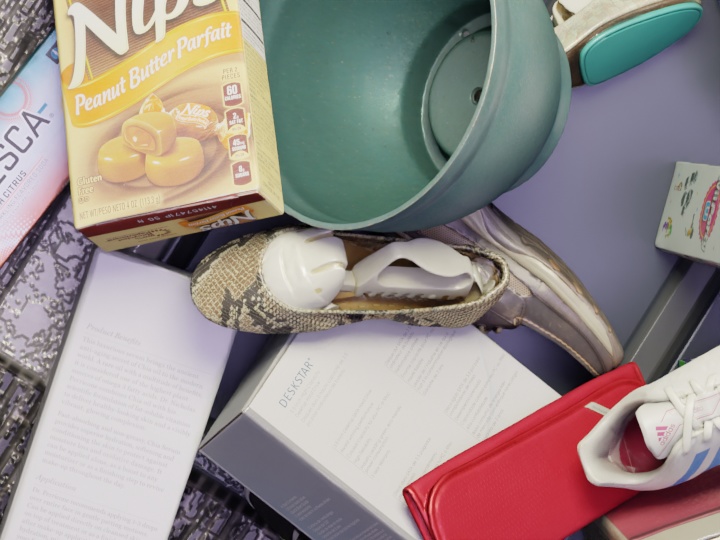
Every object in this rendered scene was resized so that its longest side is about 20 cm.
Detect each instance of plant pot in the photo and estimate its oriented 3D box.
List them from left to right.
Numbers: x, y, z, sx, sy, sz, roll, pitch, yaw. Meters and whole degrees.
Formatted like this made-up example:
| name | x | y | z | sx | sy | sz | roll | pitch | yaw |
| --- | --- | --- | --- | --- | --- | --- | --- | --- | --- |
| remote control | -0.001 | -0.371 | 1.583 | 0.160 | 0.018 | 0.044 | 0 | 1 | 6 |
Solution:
| name | x | y | z | sx | sy | sz | roll | pitch | yaw |
| --- | --- | --- | --- | --- | --- | --- | --- | --- | --- |
| plant pot | 0.042 | -0.113 | 1.561 | 0.134 | 0.200 | 0.202 | 12 | 94 | -48 |

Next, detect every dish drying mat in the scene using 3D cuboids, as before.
| name | x | y | z | sx | sy | sz | roll | pitch | yaw |
| --- | --- | --- | --- | --- | --- | --- | --- | --- | --- |
| dish drying mat | 0.115 | 0.126 | 1.607 | 0.199 | 0.018 | 0.077 | -26 | 91 | -36 |

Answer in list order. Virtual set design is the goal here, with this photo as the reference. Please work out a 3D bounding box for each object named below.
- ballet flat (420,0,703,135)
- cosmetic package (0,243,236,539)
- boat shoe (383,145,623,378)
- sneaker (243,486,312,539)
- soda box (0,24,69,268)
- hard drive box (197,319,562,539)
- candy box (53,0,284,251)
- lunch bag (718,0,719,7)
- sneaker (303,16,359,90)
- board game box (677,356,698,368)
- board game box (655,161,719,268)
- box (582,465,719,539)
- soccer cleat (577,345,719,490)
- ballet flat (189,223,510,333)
| name | x | y | z | sx | sy | sz | roll | pitch | yaw |
| --- | --- | --- | --- | --- | --- | --- | --- | --- | --- |
| ballet flat | 0.123 | -0.142 | 1.670 | 0.199 | 0.068 | 0.062 | -30 | 67 | -10 |
| cosmetic package | -0.151 | 0.093 | 1.645 | 0.101 | 0.071 | 0.201 | 19 | 92 | -9 |
| boat shoe | 0.082 | 0.003 | 1.677 | 0.200 | 0.075 | 0.073 | 43 | 99 | -1 |
| sneaker | 0.012 | 0.187 | 1.658 | 0.199 | 0.083 | 0.072 | 33 | 123 | -9 |
| soda box | -0.220 | -0.060 | 1.628 | 0.068 | 0.064 | 0.200 | 39 | 88 | -8 |
| hard drive box | 0.026 | 0.103 | 1.630 | 0.200 | 0.077 | 0.156 | 39 | 56 | -7 |
| candy box | -0.116 | -0.122 | 1.549 | 0.115 | 0.055 | 0.201 | -11 | 73 | 12 |
| lunch bag | 0.287 | -0.179 | 1.652 | 0.132 | 0.136 | 0.201 | -20 | 98 | -5 |
| sneaker | -0.098 | -0.161 | 1.630 | 0.115 | 0.076 | 0.201 | -36 | 101 | -6 |
| board game box | 0.316 | 0.067 | 1.676 | 0.199 | 0.135 | 0.035 | -7 | 95 | -6 |
| board game box | 0.281 | -0.017 | 1.631 | 0.147 | 0.200 | 0.065 | 15 | 92 | -9 |
| box | 0.218 | 0.196 | 1.636 | 0.108 | 0.200 | 0.129 | -18 | 102 | -5 |
| soccer cleat | 0.215 | 0.081 | 1.551 | 0.200 | 0.086 | 0.070 | -34 | 73 | 34 |
| ballet flat | 0.000 | 0.000 | 1.571 | 0.199 | 0.075 | 0.068 | 1 | 71 | -25 |
